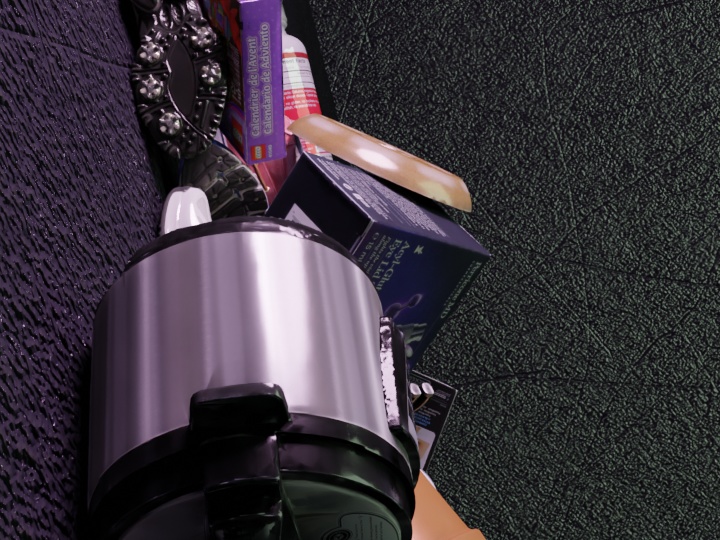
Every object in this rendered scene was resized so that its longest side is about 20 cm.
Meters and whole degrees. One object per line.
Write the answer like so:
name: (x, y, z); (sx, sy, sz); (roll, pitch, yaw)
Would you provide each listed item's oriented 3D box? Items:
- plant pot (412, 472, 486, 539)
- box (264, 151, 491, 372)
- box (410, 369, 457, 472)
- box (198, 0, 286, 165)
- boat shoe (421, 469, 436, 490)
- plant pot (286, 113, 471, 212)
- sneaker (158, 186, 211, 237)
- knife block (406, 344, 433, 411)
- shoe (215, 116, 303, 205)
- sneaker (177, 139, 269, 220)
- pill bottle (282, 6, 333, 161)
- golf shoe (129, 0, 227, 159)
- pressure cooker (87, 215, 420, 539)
plant pot: (0.001, 0.234, 0.890); (0.141, 0.198, 0.200); (60, 0, 18)
box: (0.000, 0.000, 0.972); (0.198, 0.149, 0.104); (11, 28, -52)
box: (0.024, 0.202, 1.132); (0.117, 0.059, 0.203); (174, -61, -78)
box: (-0.117, -0.197, 0.938); (0.200, 0.038, 0.139); (-130, -147, -51)
boat shoe: (0.007, 0.182, 1.032); (0.067, 0.198, 0.073); (-17, 108, -41)
plant pot: (0.023, -0.109, 1.060); (0.200, 0.197, 0.028); (-64, 179, -82)
sneaker: (-0.084, 0.021, 0.824); (0.076, 0.113, 0.204); (63, 14, -68)
knife block: (-0.018, 0.123, 0.955); (0.200, 0.172, 0.065); (62, 15, -71)
shoe: (-0.113, -0.156, 1.125); (0.071, 0.089, 0.204); (32, 45, -83)
sneaker: (-0.119, -0.053, 0.968); (0.090, 0.078, 0.201); (59, -6, 33)
pill bottle: (-0.103, -0.189, 1.210); (0.112, 0.110, 0.204); (-18, 94, -85)
golf shoe: (-0.149, -0.181, 0.899); (0.088, 0.076, 0.204); (85, -7, -75)
pressure cooker: (-0.059, 0.098, 0.582); (0.175, 0.178, 0.202); (31, 36, -37)
